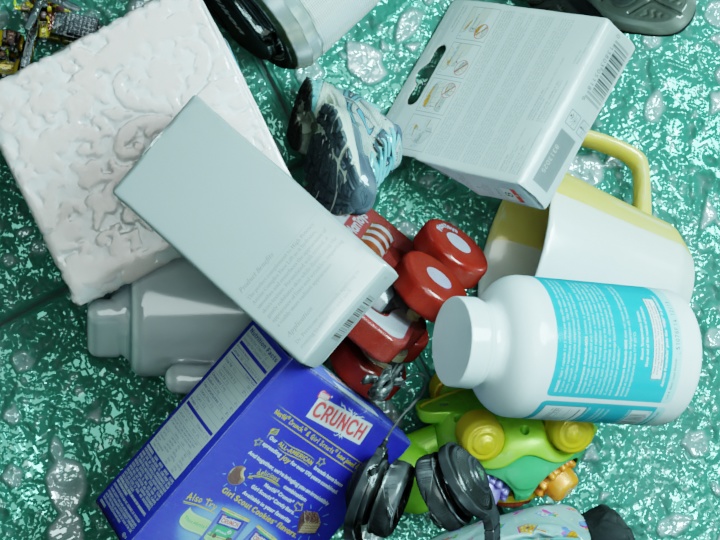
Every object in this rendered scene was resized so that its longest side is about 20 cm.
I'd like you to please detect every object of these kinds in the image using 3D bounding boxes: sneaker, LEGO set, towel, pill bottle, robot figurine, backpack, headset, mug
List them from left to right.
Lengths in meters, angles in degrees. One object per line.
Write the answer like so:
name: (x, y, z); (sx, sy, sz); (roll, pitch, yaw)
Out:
LEGO set: (-0.213, -0.161, 1.601); (0.199, 0.116, 0.155); (20, 81, -6)
towel: (-0.176, -0.099, 1.524); (0.199, 0.032, 0.192); (-26, 95, -2)
robot figurine: (-0.127, 0.029, 1.597); (0.198, 0.113, 0.171); (0, 58, -8)
sneaker: (0.000, -0.104, 1.598); (0.086, 0.200, 0.078); (10, 116, -16)
headset: (0.040, 0.173, 1.506); (0.122, 0.094, 0.202); (-7, 96, 16)
backpack: (0.133, 0.264, 1.600); (0.198, 0.167, 0.128); (-17, 81, 2)
pill bottle: (0.159, 0.062, 1.513); (0.199, 0.111, 0.112); (6, 83, -25)
mug: (0.203, -0.017, 1.637); (0.152, 0.149, 0.188); (16, 97, -14)
sneaker: (0.220, -0.228, 1.655); (0.114, 0.199, 0.077); (38, 77, -45)

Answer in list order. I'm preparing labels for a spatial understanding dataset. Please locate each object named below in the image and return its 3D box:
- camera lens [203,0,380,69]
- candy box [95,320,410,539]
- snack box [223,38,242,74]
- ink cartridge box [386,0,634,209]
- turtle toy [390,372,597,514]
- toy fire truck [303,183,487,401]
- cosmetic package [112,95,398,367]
camera lens: (-0.041, -0.281, 1.619); (0.200, 0.160, 0.160); (-44, 91, -10)
candy box: (-0.083, 0.161, 1.546); (0.200, 0.077, 0.169); (-48, 132, 3)
snack box: (-0.176, -0.095, 1.577); (0.199, 0.037, 0.117); (-24, 118, -1)
ink cartridge box: (0.116, -0.144, 1.634); (0.050, 0.199, 0.163); (37, 78, -36)
turtle toy: (0.102, 0.148, 1.616); (0.198, 0.146, 0.102); (-5, 107, -8)
toy fire truck: (0.000, 0.000, 1.585); (0.168, 0.200, 0.112); (38, 114, 0)
cosmetic package: (-0.079, -0.028, 1.465); (0.200, 0.074, 0.102); (43, 91, 10)
